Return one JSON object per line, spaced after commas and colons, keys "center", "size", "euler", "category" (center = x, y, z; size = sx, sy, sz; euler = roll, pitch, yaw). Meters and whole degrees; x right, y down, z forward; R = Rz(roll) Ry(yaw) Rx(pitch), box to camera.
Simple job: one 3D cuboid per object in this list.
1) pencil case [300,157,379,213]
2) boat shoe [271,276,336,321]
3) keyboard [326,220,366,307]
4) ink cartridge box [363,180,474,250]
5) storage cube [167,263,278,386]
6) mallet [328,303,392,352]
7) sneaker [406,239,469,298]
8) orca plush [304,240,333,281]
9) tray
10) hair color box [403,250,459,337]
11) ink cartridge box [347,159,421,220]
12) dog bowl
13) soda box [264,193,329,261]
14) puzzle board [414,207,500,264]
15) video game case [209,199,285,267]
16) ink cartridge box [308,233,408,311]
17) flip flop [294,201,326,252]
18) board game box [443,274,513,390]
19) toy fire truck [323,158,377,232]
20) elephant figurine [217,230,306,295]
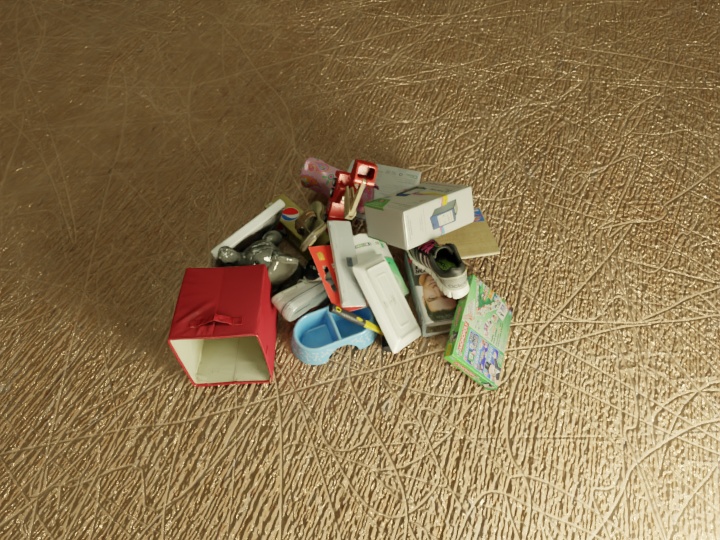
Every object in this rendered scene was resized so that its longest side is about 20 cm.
{"center": [-0.055, -0.215, 1.294], "size": [0.199, 0.088, 0.088], "euler": [26, 59, 22], "category": "pencil case"}
{"center": [-0.110, 0.041, 1.129], "size": [0.067, 0.074, 0.200], "euler": [40, 33, 17], "category": "boat shoe"}
{"center": [-0.031, -0.017, 1.098], "size": [0.056, 0.011, 0.201], "euler": [2, 65, -30], "category": "keyboard"}
{"center": [0.129, -0.128, 1.137], "size": [0.199, 0.088, 0.145], "euler": [-21, 25, -29], "category": "ink cartridge box"}
{"center": [-0.267, 0.110, 1.052], "size": [0.169, 0.201, 0.181], "euler": [-3, 48, 0], "category": "storage cube"}
{"center": [0.012, 0.120, 1.057], "size": [0.041, 0.199, 0.066], "euler": [-20, 60, 42], "category": "mallet"}
{"center": [0.164, -0.033, 1.097], "size": [0.073, 0.088, 0.200], "euler": [-22, 48, -16], "category": "sneaker"}
{"center": [-0.049, -0.036, 1.164], "size": [0.199, 0.072, 0.105], "euler": [-14, 28, -37], "category": "orca plush"}
{"center": [0.063, 0.064, 1.091], "size": [0.107, 0.022, 0.201], "euler": [-25, 88, -45], "category": "tray"}
{"center": [0.167, 0.043, 1.163], "size": [0.098, 0.061, 0.201], "euler": [-8, 55, -5], "category": "hair color box"}
{"center": [0.042, -0.194, 1.350], "size": [0.195, 0.043, 0.201], "euler": [13, 59, 13], "category": "ink cartridge box"}
{"center": [-0.057, 0.127, 1.118], "size": [0.199, 0.050, 0.112], "euler": [-19, 56, -11], "category": "dog bowl"}
{"center": [-0.151, -0.099, 1.272], "size": [0.064, 0.068, 0.200], "euler": [-37, 61, -23], "category": "soda box"}
{"center": [0.208, -0.081, 1.210], "size": [0.198, 0.017, 0.151], "euler": [-7, 49, -6], "category": "puzzle board"}
{"center": [-0.265, -0.067, 1.190], "size": [0.024, 0.182, 0.200], "euler": [47, 66, 1], "category": "video game case"}
{"center": [0.000, 0.000, 1.124], "size": [0.199, 0.050, 0.162], "euler": [-7, 68, -48], "category": "ink cartridge box"}
{"center": [-0.118, -0.108, 1.154], "size": [0.057, 0.081, 0.201], "euler": [36, 25, -22], "category": "flip flop"}
{"center": [0.250, 0.126, 1.073], "size": [0.134, 0.029, 0.201], "euler": [37, 55, -19], "category": "board game box"}
{"center": [-0.028, -0.161, 1.167], "size": [0.048, 0.201, 0.141], "euler": [7, 24, -23], "category": "toy fire truck"}
{"center": [-0.200, -0.017, 1.134], "size": [0.140, 0.201, 0.156], "euler": [16, 56, 14], "category": "elephant figurine"}
